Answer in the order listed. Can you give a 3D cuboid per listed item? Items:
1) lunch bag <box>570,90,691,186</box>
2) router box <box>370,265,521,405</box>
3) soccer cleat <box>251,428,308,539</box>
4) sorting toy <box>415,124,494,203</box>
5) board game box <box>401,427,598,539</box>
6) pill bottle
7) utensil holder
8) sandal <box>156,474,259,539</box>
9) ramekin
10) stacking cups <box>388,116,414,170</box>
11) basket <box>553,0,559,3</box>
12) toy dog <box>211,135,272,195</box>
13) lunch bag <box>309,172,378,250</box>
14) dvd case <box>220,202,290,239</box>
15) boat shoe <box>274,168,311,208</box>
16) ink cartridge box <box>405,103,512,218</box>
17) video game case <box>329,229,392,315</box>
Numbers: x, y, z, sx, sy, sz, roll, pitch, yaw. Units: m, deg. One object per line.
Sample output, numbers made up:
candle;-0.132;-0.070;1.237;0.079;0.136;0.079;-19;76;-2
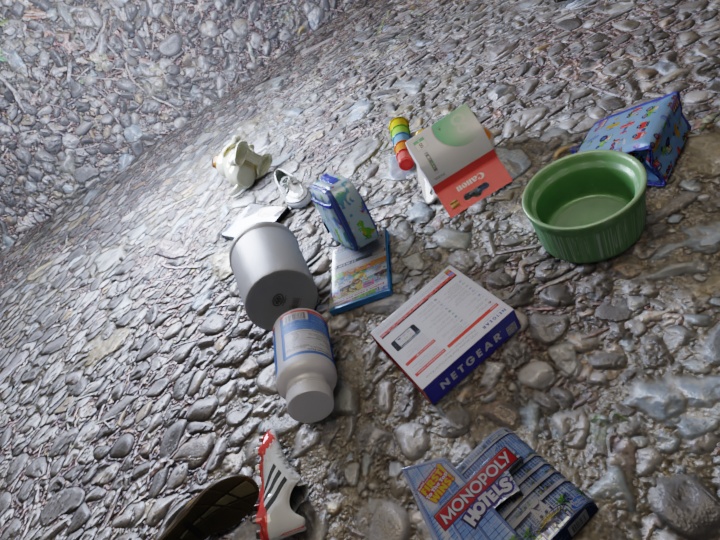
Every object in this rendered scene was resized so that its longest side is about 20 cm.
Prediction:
lunch bag;0.490;-0.239;1.022;0.199;0.094;0.151;6;54;53
router box;0.140;0.103;0.925;0.199;0.049;0.179;-39;37;-6
soccer cleat;-0.126;0.338;0.861;0.084;0.069;0.201;-6;29;-4
sorting toy;0.207;-0.244;1.246;0.198;0.107;0.182;-13;61;26
board game box;0.155;0.296;0.689;0.200;0.062;0.200;-41;38;-10
pill bottle;-0.102;0.173;0.981;0.111;0.113;0.201;-27;37;9
utensil holder;-0.195;0.012;1.185;0.169;0.171;0.200;-33;38;1
sandal;-0.257;0.406;0.886;0.200;0.082;0.055;-44;15;-2
ramekin;0.391;-0.108;0.929;0.198;0.098;0.201;-20;39;17
stacking cups;0.108;-0.339;1.434;0.060;0.061;0.201;-20;39;18
basket;0.657;-0.901;1.588;0.198;0.136;0.182;-22;43;21
toy dog;-0.413;-0.352;1.806;0.199;0.139;0.196;26;102;48
lunch bag;-0.043;-0.137;1.215;0.082;0.162;0.200;-30;22;-9
dvd case;-0.309;-0.140;1.564;0.199;0.018;0.143;11;57;44
boat shoe;-0.209;-0.242;1.560;0.073;0.067;0.200;-41;37;-9
ink cartridge box;0.212;-0.241;1.169;0.160;0.050;0.201;-31;67;9
video game case;0.000;0.000;1.174;0.142;0.018;0.201;-20;39;17
